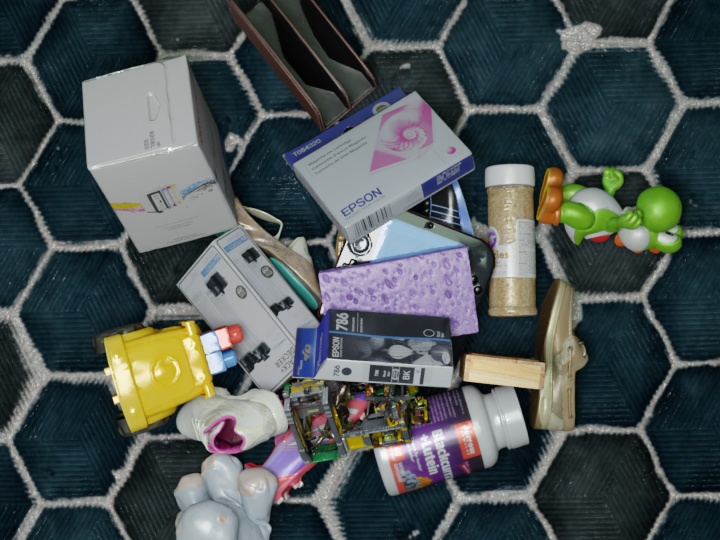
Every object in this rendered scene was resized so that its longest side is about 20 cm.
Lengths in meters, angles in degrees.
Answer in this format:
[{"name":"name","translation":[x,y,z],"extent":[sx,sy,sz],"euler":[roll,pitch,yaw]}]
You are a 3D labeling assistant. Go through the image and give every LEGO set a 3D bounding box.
[{"name":"LEGO set","translation":[-0.016,0.152,1.586],"extent":[0.197,0.155,0.117],"euler":[-6,129,16]}]

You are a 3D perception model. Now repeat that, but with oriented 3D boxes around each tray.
[{"name":"tray","translation":[0.179,0.126,1.598],"extent":[0.097,0.200,0.038],"euler":[6,87,3]}]

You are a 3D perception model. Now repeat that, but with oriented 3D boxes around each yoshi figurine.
[{"name":"yoshi figurine","translation":[0.340,-0.087,1.650],"extent":[0.198,0.112,0.114],"euler":[17,81,1]}]

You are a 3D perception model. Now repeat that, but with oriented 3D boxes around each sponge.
[{"name":"sponge","translation":[0.049,0.040,1.610],"extent":[0.197,0.030,0.113],"euler":[-10,98,0]}]

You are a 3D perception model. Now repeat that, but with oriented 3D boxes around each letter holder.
[{"name":"letter holder","translation":[-0.078,-0.304,1.662],"extent":[0.100,0.142,0.201],"euler":[-38,86,1]}]

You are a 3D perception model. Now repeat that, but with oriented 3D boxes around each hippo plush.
[{"name":"hippo plush","translation":[-0.195,0.351,1.609],"extent":[0.157,0.161,0.203],"euler":[-1,102,21]}]

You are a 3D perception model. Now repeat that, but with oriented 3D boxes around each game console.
[{"name":"game console","translation":[0.063,0.016,1.633],"extent":[0.198,0.031,0.179],"euler":[21,91,-3]}]

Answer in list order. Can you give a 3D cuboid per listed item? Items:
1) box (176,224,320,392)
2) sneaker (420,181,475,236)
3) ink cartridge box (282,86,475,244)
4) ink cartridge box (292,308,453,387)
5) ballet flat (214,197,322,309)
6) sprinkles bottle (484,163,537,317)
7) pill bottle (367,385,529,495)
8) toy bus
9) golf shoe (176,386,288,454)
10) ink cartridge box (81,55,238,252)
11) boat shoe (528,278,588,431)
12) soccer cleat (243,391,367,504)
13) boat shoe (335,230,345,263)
[{"name":"box","translation":[-0.142,0.055,1.660],"extent":[0.201,0.060,0.117],"euler":[51,132,3]},{"name":"sneaker","translation":[0.105,-0.064,1.677],"extent":[0.077,0.070,0.202],"euler":[-18,87,-5]},{"name":"ink cartridge box","translation":[0.017,-0.153,1.634],"extent":[0.195,0.044,0.200],"euler":[-32,53,-9]},{"name":"ink cartridge box","translation":[0.015,0.095,1.552],"extent":[0.197,0.100,0.040],"euler":[2,127,-2]},{"name":"ballet flat","translation":[-0.114,-0.031,1.692],"extent":[0.199,0.068,0.067],"euler":[38,68,3]},{"name":"sprinkles bottle","translation":[0.203,-0.040,1.672],"extent":[0.067,0.068,0.203],"euler":[-1,87,3]},{"name":"pill bottle","translation":[0.117,0.217,1.641],"extent":[0.198,0.111,0.113],"euler":[-17,86,2]},{"name":"toy bus","translation":[-0.245,0.120,1.635],"extent":[0.190,0.200,0.137],"euler":[-19,92,-12]},{"name":"golf shoe","translation":[-0.187,0.200,1.630],"extent":[0.199,0.091,0.076],"euler":[-11,107,43]},{"name":"ink cartridge box","translation":[-0.258,-0.149,1.614],"extent":[0.143,0.201,0.149],"euler":[-14,59,3]},{"name":"boat shoe","translation":[0.269,0.113,1.664],"extent":[0.064,0.071,0.203],"euler":[6,95,-3]},{"name":"soccer cleat","translation":[-0.069,0.226,1.677],"extent":[0.200,0.067,0.076],"euler":[-45,81,3]},{"name":"boat shoe","translation":[0.000,0.000,1.679],"extent":[0.073,0.069,0.203],"euler":[3,92,-4]}]
